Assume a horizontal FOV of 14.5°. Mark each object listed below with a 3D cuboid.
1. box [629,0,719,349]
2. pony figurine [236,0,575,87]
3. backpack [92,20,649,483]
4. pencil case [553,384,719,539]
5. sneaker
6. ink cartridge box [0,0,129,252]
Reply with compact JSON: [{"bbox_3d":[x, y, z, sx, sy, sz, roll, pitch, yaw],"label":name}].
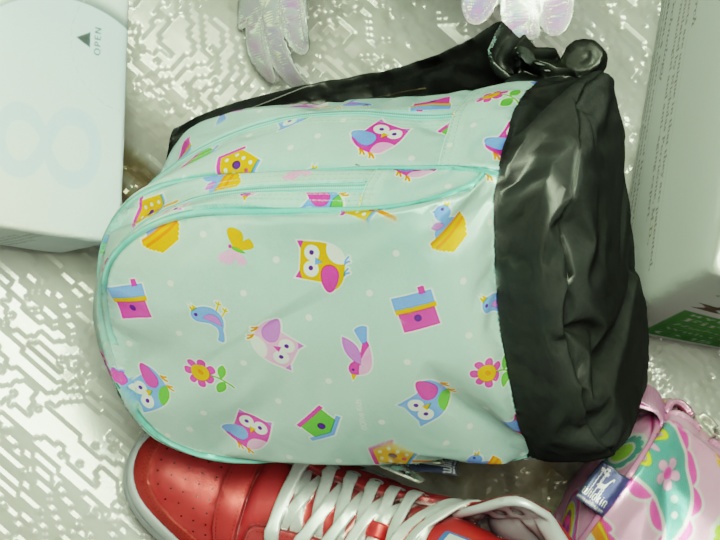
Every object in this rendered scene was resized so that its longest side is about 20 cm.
[{"bbox_3d":[0.224,-0.061,1.129,0.199,0.171,0.200,12,79,-7],"label":"box"},{"bbox_3d":[0.000,-0.184,1.110,0.166,0.200,0.193,-4,72,32],"label":"pony figurine"},{"bbox_3d":[0.000,0.000,1.074,0.200,0.127,0.167,0,113,17],"label":"backpack"},{"bbox_3d":[0.172,0.129,1.134,0.200,0.087,0.087,34,77,-4],"label":"pencil case"},{"bbox_3d":[0.006,0.106,1.096,0.200,0.112,0.071,24,78,-5],"label":"sneaker"},{"bbox_3d":[-0.182,-0.099,1.091,0.200,0.047,0.160,9,79,-37],"label":"ink cartridge box"}]
